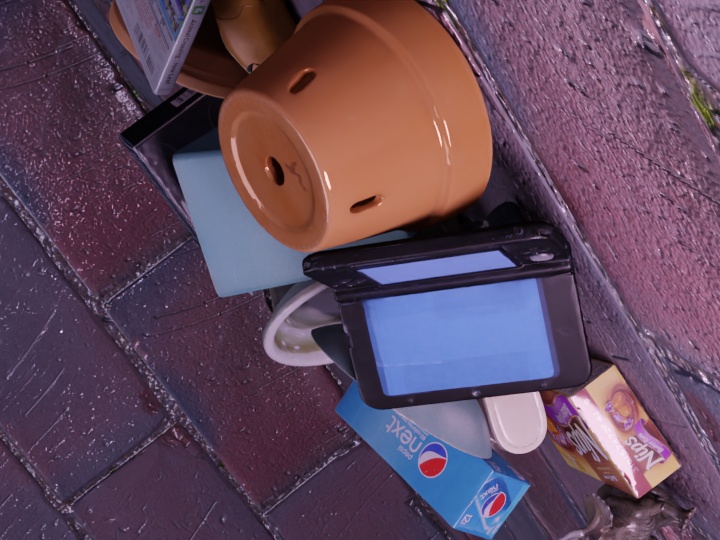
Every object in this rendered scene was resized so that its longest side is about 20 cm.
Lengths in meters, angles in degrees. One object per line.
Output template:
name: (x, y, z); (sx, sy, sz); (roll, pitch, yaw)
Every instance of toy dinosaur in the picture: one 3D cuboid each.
toy dinosaur: (0.262, 0.226, 1.641); (0.102, 0.077, 0.200); (27, -156, 14)

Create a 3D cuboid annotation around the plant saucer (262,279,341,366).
plant saucer: (-0.004, 0.022, 1.635); (0.200, 0.200, 0.050); (69, 179, -65)

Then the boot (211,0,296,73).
boot: (-0.106, -0.261, 1.671); (0.201, 0.071, 0.144); (58, 172, -9)

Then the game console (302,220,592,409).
game console: (0.073, 0.040, 1.380); (0.176, 0.200, 0.117); (29, -126, -74)

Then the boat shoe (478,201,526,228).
boat shoe: (0.099, 0.014, 1.513); (0.062, 0.075, 0.200); (67, 154, 25)

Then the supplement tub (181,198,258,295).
supplement tub: (-0.068, -0.082, 1.772); (0.145, 0.200, 0.145); (51, 173, 9)

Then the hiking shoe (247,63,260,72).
hiking shoe: (-0.020, -0.137, 1.660); (0.200, 0.087, 0.074); (54, 173, -8)

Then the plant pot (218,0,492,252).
plant pot: (-0.016, -0.105, 1.338); (0.200, 0.140, 0.200); (38, 144, 35)

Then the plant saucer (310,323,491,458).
plant saucer: (0.047, 0.097, 1.572); (0.201, 0.039, 0.201); (35, -173, -5)

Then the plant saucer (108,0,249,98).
plant saucer: (-0.164, -0.251, 1.809); (0.200, 0.200, 0.037); (48, 127, 29)

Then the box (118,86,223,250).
box: (-0.133, -0.127, 1.962); (0.197, 0.200, 0.124); (55, 174, -18)

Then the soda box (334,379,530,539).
soda box: (0.065, 0.166, 1.635); (0.064, 0.068, 0.200); (26, -169, -46)

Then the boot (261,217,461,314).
boot: (-0.001, -0.001, 1.727); (0.073, 0.200, 0.182); (61, 174, 20)

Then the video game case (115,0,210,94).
video game case: (-0.198, -0.304, 1.676); (0.200, 0.022, 0.182); (66, 146, 27)

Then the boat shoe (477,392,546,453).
boat shoe: (0.126, 0.071, 1.619); (0.060, 0.072, 0.200); (179, 77, -76)

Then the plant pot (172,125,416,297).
plant pot: (-0.033, -0.073, 1.552); (0.200, 0.141, 0.142); (-5, 111, 32)

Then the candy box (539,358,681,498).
candy box: (0.218, 0.140, 1.632); (0.117, 0.056, 0.200); (56, 173, -9)
